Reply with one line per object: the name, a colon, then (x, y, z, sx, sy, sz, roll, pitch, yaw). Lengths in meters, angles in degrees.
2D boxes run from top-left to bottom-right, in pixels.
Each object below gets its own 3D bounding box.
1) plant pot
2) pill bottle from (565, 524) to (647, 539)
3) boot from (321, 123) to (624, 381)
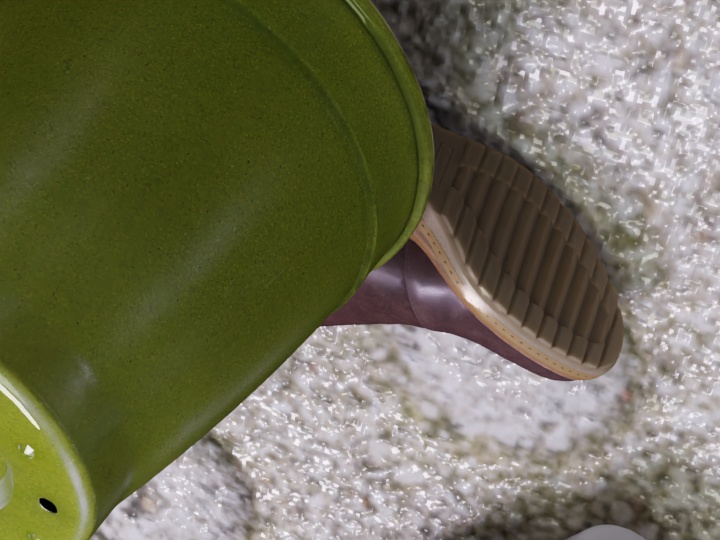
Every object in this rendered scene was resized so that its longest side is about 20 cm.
plant pot: (-0.104, -0.008, 0.675, 0.200, 0.193, 0.201, 20, 139, 18)
pill bottle: (0.059, 0.197, 0.888, 0.120, 0.120, 0.200, 45, 129, -11)
boot: (0.000, 0.000, 0.823, 0.200, 0.072, 0.166, 39, 142, -7)
